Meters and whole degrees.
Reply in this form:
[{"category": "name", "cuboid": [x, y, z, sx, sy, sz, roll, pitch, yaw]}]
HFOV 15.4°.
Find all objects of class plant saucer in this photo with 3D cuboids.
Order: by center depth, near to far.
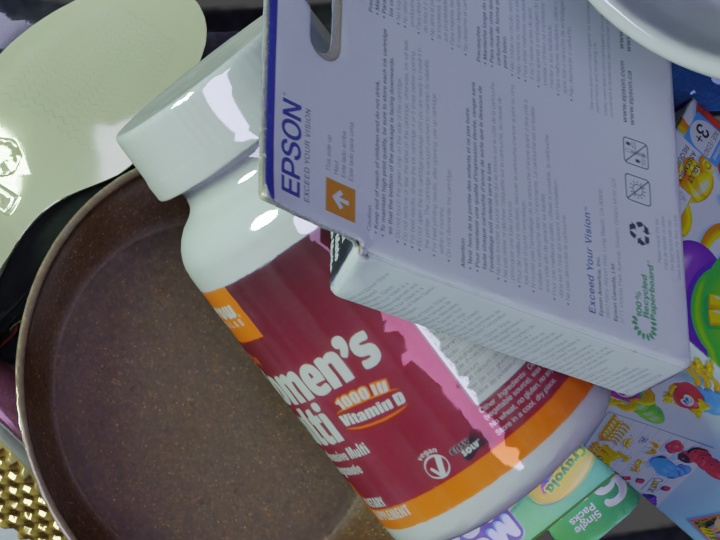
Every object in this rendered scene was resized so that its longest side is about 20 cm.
[{"category": "plant saucer", "cuboid": [-0.052, 0.051, 1.080, 0.200, 0.037, 0.201, 6, 78, -28]}]

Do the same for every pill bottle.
[{"category": "pill bottle", "cuboid": [0.000, 0.000, 1.036, 0.109, 0.110, 0.200, -38, 100, -1]}]

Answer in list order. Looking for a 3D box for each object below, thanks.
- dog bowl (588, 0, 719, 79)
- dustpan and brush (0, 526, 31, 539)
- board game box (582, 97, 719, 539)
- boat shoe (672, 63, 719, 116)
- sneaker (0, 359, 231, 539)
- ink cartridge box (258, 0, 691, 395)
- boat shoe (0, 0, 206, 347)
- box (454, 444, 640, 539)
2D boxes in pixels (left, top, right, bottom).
[{"category": "dog bowl", "cuboid": [0.159, -0.170, 0.955, 0.199, 0.079, 0.201, 6, 108, 19]}, {"category": "dustpan and brush", "cuboid": [-0.145, 0.188, 1.157, 0.139, 0.057, 0.201, -13, 91, -19]}, {"category": "board game box", "cuboid": [0.164, 0.042, 1.126, 0.200, 0.105, 0.103, 41, 55, -12]}, {"category": "boat shoe", "cuboid": [0.102, -0.091, 1.143, 0.199, 0.069, 0.084, 8, 98, -11]}, {"category": "sneaker", "cuboid": [-0.105, 0.075, 1.113, 0.200, 0.075, 0.090, 42, 61, -23]}, {"category": "ink cartridge box", "cuboid": [0.035, -0.070, 0.995, 0.200, 0.041, 0.200, 22, 54, -31]}, {"category": "boat shoe", "cuboid": [-0.138, -0.040, 1.123, 0.074, 0.063, 0.201, 40, 91, 10]}, {"category": "box", "cuboid": [0.028, 0.061, 1.162, 0.117, 0.048, 0.200, -39, 101, -1]}]
